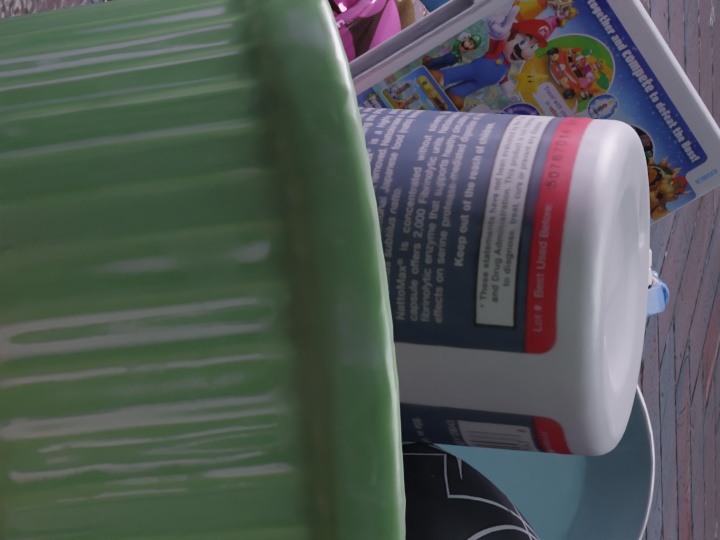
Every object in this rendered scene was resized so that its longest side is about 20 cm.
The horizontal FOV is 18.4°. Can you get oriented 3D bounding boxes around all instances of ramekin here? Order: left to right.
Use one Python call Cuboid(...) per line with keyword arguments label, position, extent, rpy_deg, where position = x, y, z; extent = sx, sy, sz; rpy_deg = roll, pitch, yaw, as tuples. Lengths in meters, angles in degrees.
Cuboid(label="ramekin", position=(-0.055, 0.025, 0.567), extent=(0.200, 0.097, 0.202), rpy_deg=(175, -90, -81))

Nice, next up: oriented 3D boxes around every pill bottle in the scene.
Cuboid(label="pill bottle", position=(0.000, 0.000, 0.814), extent=(0.120, 0.198, 0.121), rpy_deg=(4, 90, -75))

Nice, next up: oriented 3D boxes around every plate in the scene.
Cuboid(label="plate", position=(0.050, 0.102, 1.101), extent=(0.026, 0.198, 0.202), rpy_deg=(-160, -108, -73))

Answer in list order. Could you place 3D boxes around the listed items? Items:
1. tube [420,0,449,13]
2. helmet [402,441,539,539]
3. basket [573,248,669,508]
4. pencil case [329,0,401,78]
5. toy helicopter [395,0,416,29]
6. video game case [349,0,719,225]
Cuboid(label="tube", position=(0.038, -0.152, 1.044), extent=(0.200, 0.050, 0.078), rpy_deg=(47, 31, -24))
Cuboid(label="helmet", position=(-0.007, 0.158, 0.856), extent=(0.192, 0.199, 0.200), rpy_deg=(-67, 160, -12))
Cuboid(label="basket", position=(0.088, 0.022, 1.209), extent=(0.176, 0.138, 0.202), rpy_deg=(-158, -127, -76))
Cuboid(label="pencil case", position=(-0.018, -0.046, 0.960), extent=(0.094, 0.090, 0.201), rpy_deg=(47, -25, 44))
Cuboid(label="toy helicopter", position=(-0.008, -0.082, 1.049), extent=(0.200, 0.078, 0.133), rpy_deg=(52, 52, -52))
Cuboid(label="video game case", position=(0.039, -0.038, 0.906), extent=(0.143, 0.199, 0.018), rpy_deg=(50, 16, -38))
